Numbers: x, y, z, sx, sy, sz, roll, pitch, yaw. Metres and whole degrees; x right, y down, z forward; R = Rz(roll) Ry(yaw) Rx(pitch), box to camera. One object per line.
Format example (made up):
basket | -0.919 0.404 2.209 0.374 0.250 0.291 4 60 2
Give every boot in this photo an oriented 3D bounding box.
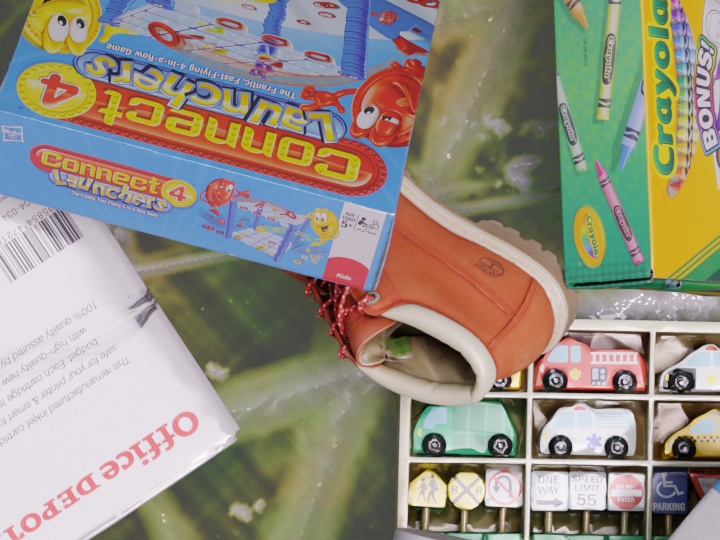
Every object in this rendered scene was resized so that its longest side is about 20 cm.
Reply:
boot | 0.000 0.000 1.373 0.200 0.107 0.075 25 127 17

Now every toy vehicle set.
toy vehicle set | 0.118 0.088 1.430 0.200 0.027 0.124 1 85 -4

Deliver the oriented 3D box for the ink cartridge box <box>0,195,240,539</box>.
ink cartridge box | -0.175 0.042 1.384 0.145 0.084 0.200 -33 88 -9

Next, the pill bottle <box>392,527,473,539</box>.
pill bottle | 0.032 0.232 1.365 0.111 0.111 0.200 11 88 -3

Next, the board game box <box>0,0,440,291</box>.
board game box | -0.068 -0.099 1.366 0.200 0.056 0.196 14 45 -3

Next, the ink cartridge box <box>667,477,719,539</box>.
ink cartridge box | 0.206 0.208 1.331 0.200 0.147 0.146 -50 58 1

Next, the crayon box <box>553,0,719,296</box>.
crayon box | 0.158 -0.089 1.402 0.119 0.058 0.200 3 83 -47
